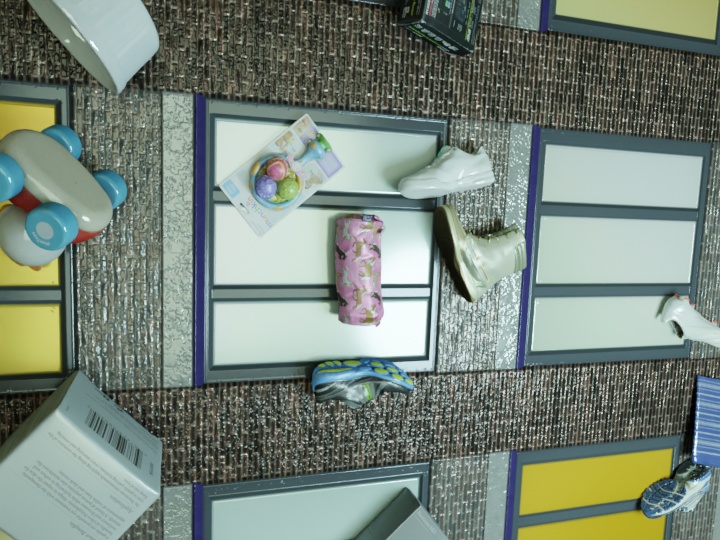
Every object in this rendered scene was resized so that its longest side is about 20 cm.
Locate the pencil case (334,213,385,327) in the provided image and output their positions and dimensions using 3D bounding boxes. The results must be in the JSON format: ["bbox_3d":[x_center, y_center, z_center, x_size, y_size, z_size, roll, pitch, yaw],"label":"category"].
[{"bbox_3d":[0.000,0.000,1.031,0.082,0.085,0.205,-8,101,-48],"label":"pencil case"}]

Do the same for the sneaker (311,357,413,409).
[{"bbox_3d":[0.003,0.215,1.071,0.195,0.071,0.084,1,110,-16],"label":"sneaker"}]

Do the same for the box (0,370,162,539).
[{"bbox_3d":[-0.433,0.302,0.871,0.171,0.200,0.199,-45,108,-9],"label":"box"}]

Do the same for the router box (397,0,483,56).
[{"bbox_3d":[0.150,-0.501,0.995,0.148,0.061,0.205,8,94,-44],"label":"router box"}]

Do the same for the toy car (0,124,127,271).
[{"bbox_3d":[-0.488,-0.083,0.846,0.199,0.185,0.177,-38,108,21],"label":"toy car"}]

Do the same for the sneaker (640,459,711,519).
[{"bbox_3d":[0.746,0.533,1.335,0.197,0.077,0.087,-26,108,-12],"label":"sneaker"}]

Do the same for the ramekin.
[{"bbox_3d":[-0.380,-0.365,0.808,0.098,0.200,0.201,-45,107,-15],"label":"ramekin"}]

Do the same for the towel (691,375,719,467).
[{"bbox_3d":[0.844,0.362,1.355,0.142,0.024,0.205,12,81,-17],"label":"towel"}]

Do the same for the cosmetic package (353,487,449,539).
[{"bbox_3d":[0.063,0.543,1.116,0.200,0.090,0.107,-42,104,-5],"label":"cosmetic package"}]

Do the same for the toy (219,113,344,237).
[{"bbox_3d":[-0.131,-0.164,0.985,0.199,0.047,0.116,-41,105,-9],"label":"toy"}]

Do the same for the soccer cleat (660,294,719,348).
[{"bbox_3d":[0.760,0.134,1.295,0.198,0.069,0.078,34,91,-11],"label":"soccer cleat"}]

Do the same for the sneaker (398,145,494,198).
[{"bbox_3d":[0.154,-0.189,1.068,0.196,0.075,0.090,-12,88,-21],"label":"sneaker"}]

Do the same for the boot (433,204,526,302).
[{"bbox_3d":[0.234,-0.059,1.101,0.153,0.072,0.203,-28,109,-12],"label":"boot"}]
